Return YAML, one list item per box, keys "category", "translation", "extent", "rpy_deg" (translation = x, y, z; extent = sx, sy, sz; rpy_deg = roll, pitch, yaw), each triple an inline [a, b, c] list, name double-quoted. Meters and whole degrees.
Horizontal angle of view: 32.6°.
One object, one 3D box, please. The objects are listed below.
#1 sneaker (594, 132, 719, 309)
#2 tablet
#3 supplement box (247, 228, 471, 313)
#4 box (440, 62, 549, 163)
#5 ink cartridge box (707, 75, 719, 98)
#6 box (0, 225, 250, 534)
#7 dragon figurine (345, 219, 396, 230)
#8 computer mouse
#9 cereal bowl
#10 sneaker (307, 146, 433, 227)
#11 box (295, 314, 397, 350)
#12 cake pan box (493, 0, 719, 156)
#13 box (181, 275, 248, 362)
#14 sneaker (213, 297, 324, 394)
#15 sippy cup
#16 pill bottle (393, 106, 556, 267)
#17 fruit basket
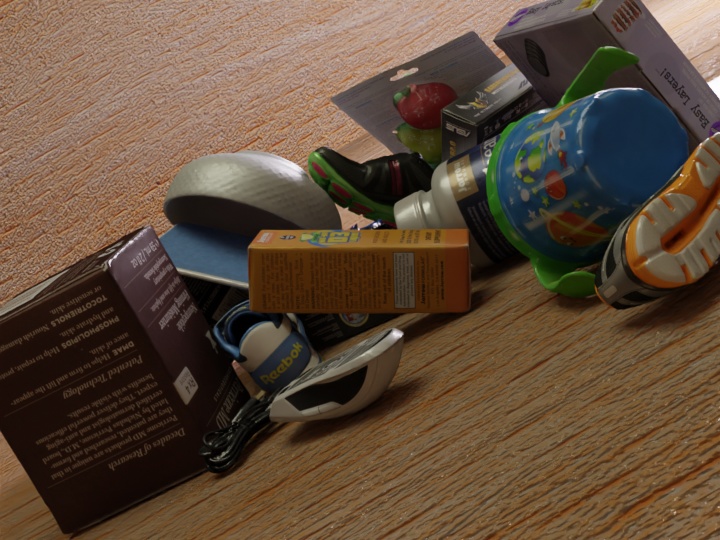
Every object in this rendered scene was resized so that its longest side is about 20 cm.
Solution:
- category: "sneaker"
  translation: [0.234, -0.036, 0.875]
  extent: [0.200, 0.078, 0.077]
  rpy_deg: [-28, -12, -37]
- category: "tablet"
  translation: [-0.122, -0.008, 1.280]
  extent: [0.200, 0.014, 0.130]
  rpy_deg: [12, 22, 12]
- category: "supplement box"
  translation: [0.000, 0.000, 1.116]
  extent: [0.200, 0.069, 0.067]
  rpy_deg: [-2, 15, 5]
- category: "box"
  translation: [0.166, -0.138, 1.306]
  extent: [0.048, 0.159, 0.200]
  rpy_deg: [29, 51, 34]
- category: "ink cartridge box"
  translation: [0.410, -0.195, 1.240]
  extent: [0.196, 0.043, 0.200]
  rpy_deg: [-30, 12, -4]
- category: "box"
  translation: [-0.228, 0.094, 1.120]
  extent: [0.164, 0.200, 0.166]
  rpy_deg: [-27, 11, 10]
- category: "dragon figurine"
  translation: [0.066, -0.070, 1.503]
  extent: [0.200, 0.059, 0.099]
  rpy_deg: [-29, 11, 6]
- category: "computer mouse"
  translation: [-0.036, 0.106, 1.002]
  extent: [0.200, 0.044, 0.110]
  rpy_deg: [-28, 4, 37]
- category: "cereal bowl"
  translation: [-0.111, -0.074, 1.357]
  extent: [0.200, 0.200, 0.083]
  rpy_deg: [-14, 56, 55]
- category: "sneaker"
  translation: [0.033, -0.096, 1.366]
  extent: [0.077, 0.200, 0.084]
  rpy_deg: [-10, 62, 69]
- category: "box"
  translation: [-0.016, 0.029, 1.299]
  extent: [0.200, 0.044, 0.160]
  rpy_deg: [-26, 12, 21]
- category: "cake pan box"
  translation: [0.243, -0.175, 1.169]
  extent: [0.052, 0.200, 0.184]
  rpy_deg: [-48, 17, -12]
- category: "box"
  translation: [-0.191, 0.041, 1.432]
  extent: [0.122, 0.106, 0.200]
  rpy_deg: [-57, 16, -6]
- category: "sneaker"
  translation: [-0.099, 0.057, 1.175]
  extent: [0.074, 0.082, 0.200]
  rpy_deg: [-48, 24, -5]
- category: "sippy cup"
  translation: [0.184, -0.079, 0.963]
  extent: [0.139, 0.178, 0.130]
  rpy_deg: [-21, -5, -20]
- category: "pill bottle"
  translation: [0.137, -0.071, 1.177]
  extent: [0.200, 0.111, 0.111]
  rpy_deg: [-26, 11, 18]
- category: "fruit basket"
  translation: [0.096, -0.184, 1.380]
  extent: [0.185, 0.200, 0.094]
  rpy_deg: [-22, 50, 28]
